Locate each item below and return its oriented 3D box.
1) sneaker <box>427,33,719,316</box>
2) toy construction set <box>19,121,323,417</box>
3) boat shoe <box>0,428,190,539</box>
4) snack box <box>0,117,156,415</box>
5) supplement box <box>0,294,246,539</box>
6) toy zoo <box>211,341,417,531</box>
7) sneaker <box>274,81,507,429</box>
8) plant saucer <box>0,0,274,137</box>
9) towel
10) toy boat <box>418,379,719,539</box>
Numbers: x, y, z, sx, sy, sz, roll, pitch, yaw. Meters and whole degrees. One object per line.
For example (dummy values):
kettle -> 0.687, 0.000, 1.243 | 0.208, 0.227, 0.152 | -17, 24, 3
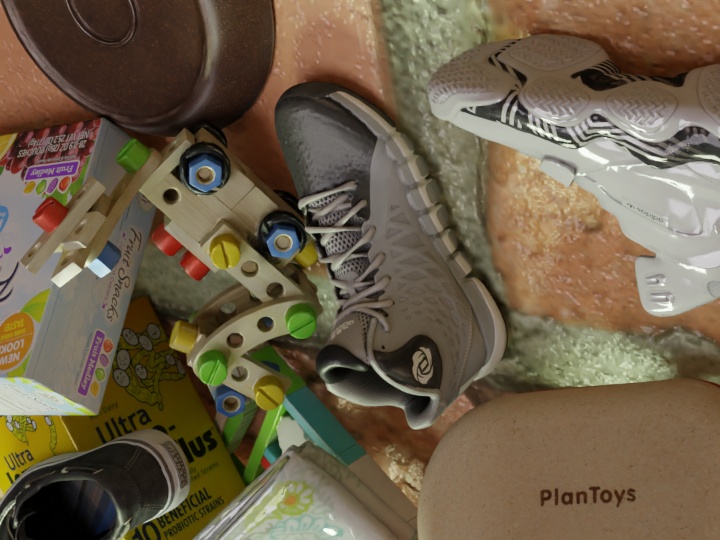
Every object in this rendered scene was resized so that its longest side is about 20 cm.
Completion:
sneaker -> 0.126, -0.044, 0.823 | 0.199, 0.075, 0.116 | 11, 126, 26
toy construction set -> -0.099, -0.004, 0.978 | 0.131, 0.092, 0.200 | -43, 127, 12
boat shoe -> -0.182, 0.152, 1.030 | 0.199, 0.066, 0.070 | -23, 93, 44
snack box -> -0.226, 0.003, 1.052 | 0.199, 0.170, 0.068 | -4, 154, 42
supplement box -> -0.162, 0.138, 1.130 | 0.109, 0.109, 0.201 | -27, 91, 45
toy zoo -> -0.024, 0.153, 1.092 | 0.200, 0.020, 0.132 | 47, 141, 21
sneaker -> 0.000, 0.000, 0.924 | 0.075, 0.116, 0.201 | -23, 107, 45
plant saucer -> -0.141, -0.158, 0.968 | 0.199, 0.035, 0.201 | 20, 133, 23
towel -> -0.024, 0.217, 1.020 | 0.200, 0.048, 0.171 | 42, 111, -12
toy boat -> 0.135, 0.137, 0.928 | 0.199, 0.132, 0.131 | -6, 158, 24
